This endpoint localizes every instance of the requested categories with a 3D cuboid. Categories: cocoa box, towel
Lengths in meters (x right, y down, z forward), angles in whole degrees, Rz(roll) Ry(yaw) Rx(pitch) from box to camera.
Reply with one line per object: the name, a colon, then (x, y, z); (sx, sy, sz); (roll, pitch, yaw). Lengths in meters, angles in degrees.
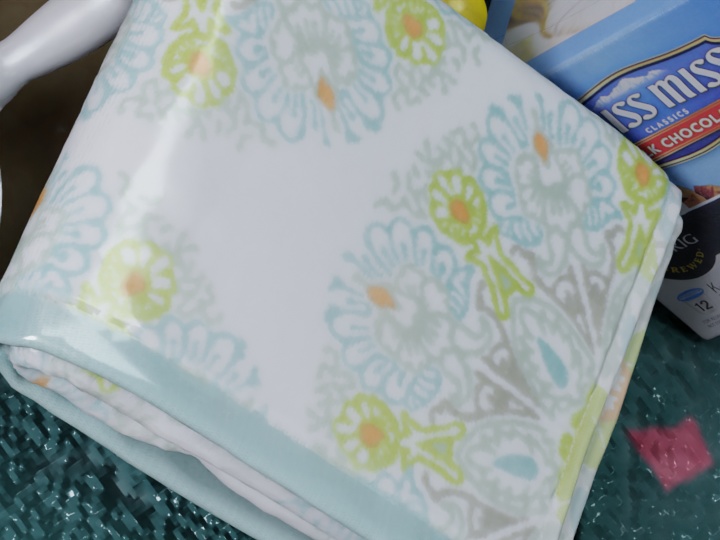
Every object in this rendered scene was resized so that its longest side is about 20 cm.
cocoa box: (0.138, -0.106, 0.915); (0.131, 0.133, 0.200); (38, 49, -24)
towel: (0.000, 0.000, 0.795); (0.200, 0.048, 0.172); (34, 60, -24)

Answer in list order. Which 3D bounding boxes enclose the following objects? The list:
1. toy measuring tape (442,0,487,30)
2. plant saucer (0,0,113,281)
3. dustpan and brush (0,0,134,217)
toy measuring tape: (-0.037, -0.141, 0.854); (0.200, 0.074, 0.074); (47, 51, 1)
plant saucer: (-0.054, -0.036, 0.843); (0.199, 0.029, 0.201); (14, 58, -23)
dustpan and brush: (-0.133, -0.037, 0.759); (0.200, 0.057, 0.140); (-36, 90, -10)
